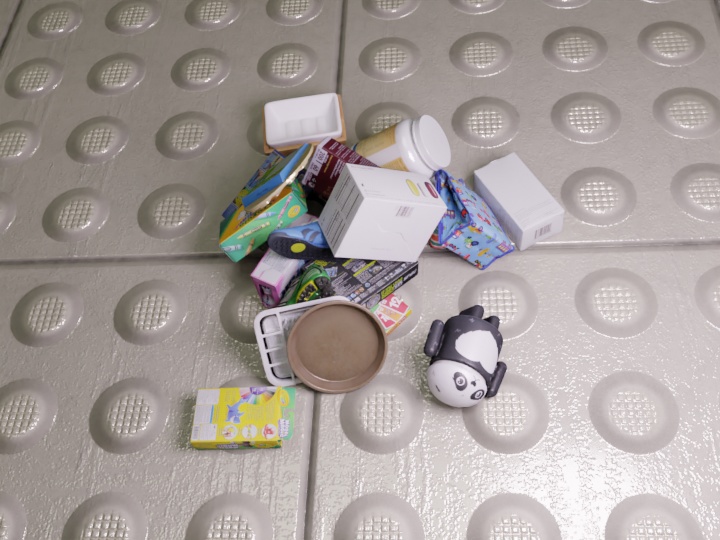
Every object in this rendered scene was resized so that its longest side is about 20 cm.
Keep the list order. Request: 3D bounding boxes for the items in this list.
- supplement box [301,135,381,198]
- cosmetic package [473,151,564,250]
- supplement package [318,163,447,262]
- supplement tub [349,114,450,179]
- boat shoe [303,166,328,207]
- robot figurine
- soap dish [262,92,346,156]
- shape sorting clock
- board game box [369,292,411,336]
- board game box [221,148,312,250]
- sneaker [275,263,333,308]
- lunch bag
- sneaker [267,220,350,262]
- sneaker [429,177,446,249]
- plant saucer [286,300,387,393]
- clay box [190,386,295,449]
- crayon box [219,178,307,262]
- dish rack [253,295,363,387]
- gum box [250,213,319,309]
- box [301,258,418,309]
[{"bbox_3d":[-0.016,-0.191,1.703,0.200,0.109,0.061,31,37,3],"label":"supplement box"},{"bbox_3d":[0.347,-0.155,1.737,0.113,0.081,0.200,-25,57,-9],"label":"cosmetic package"},{"bbox_3d":[0.043,-0.114,1.590,0.200,0.156,0.111,3,42,-32],"label":"supplement package"},{"bbox_3d":[0.085,-0.250,1.749,0.200,0.145,0.145,-21,50,33],"label":"supplement tub"},{"bbox_3d":[-0.113,-0.192,1.822,0.201,0.072,0.061,29,75,30],"label":"boat shoe"},{"bbox_3d":[0.205,0.166,1.519,0.150,0.125,0.200,15,60,19],"label":"robot figurine"},{"bbox_3d":[-0.137,-0.349,1.921,0.199,0.081,0.158,-9,56,2],"label":"soap dish"},{"bbox_3d":[-0.172,-0.195,1.658,0.039,0.200,0.200,49,67,-17],"label":"shape sorting clock"},{"bbox_3d":[0.005,0.059,1.674,0.200,0.030,0.096,37,67,28],"label":"board game box"},{"bbox_3d":[-0.209,-0.163,1.796,0.135,0.034,0.200,40,92,27],"label":"board game box"},{"bbox_3d":[-0.128,0.071,1.621,0.200,0.078,0.085,-45,31,22],"label":"sneaker"},{"bbox_3d":[0.231,-0.126,1.684,0.094,0.150,0.200,-35,46,30],"label":"lunch bag"},{"bbox_3d":[-0.105,-0.068,1.623,0.200,0.066,0.079,6,54,-31],"label":"sneaker"},{"bbox_3d":[0.177,-0.150,1.746,0.070,0.093,0.200,-2,57,5],"label":"sneaker"},{"bbox_3d":[-0.046,0.148,1.546,0.199,0.201,0.029,-13,20,-2],"label":"plant saucer"},{"bbox_3d":[-0.225,0.290,1.541,0.199,0.048,0.115,-1,57,5],"label":"clay box"},{"bbox_3d":[-0.212,-0.116,1.699,0.200,0.058,0.119,-35,27,10],"label":"crayon box"},{"bbox_3d":[-0.103,0.136,1.574,0.199,0.172,0.044,-12,20,-1],"label":"dish rack"},{"bbox_3d":[-0.152,-0.015,1.688,0.066,0.114,0.200,22,62,20],"label":"gum box"},{"bbox_3d":[0.000,0.000,1.672,0.200,0.044,0.160,-35,59,-22],"label":"box"}]
